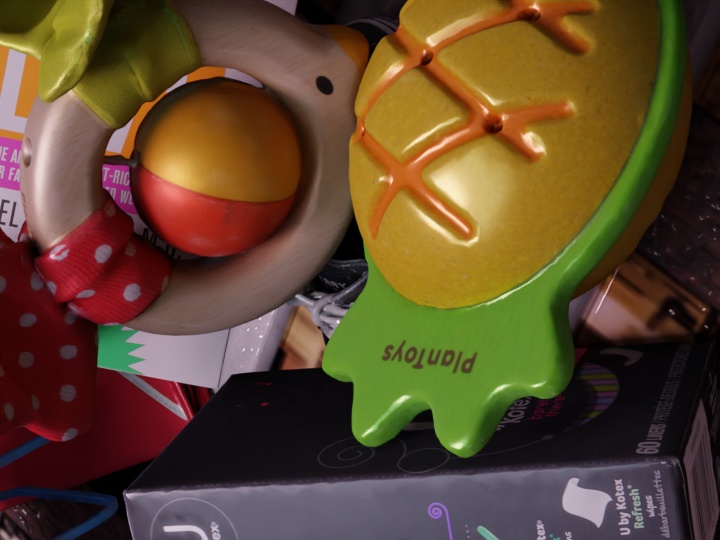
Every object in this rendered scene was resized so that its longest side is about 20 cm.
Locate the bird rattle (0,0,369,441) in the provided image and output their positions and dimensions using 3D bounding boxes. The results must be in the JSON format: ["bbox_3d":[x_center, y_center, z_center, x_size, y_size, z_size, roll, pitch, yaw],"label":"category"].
[{"bbox_3d":[-0.074,-0.032,0.703,0.113,0.163,0.200,-153,69,-65],"label":"bird rattle"}]

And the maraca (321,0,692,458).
[{"bbox_3d":[0.048,-0.031,0.681,0.137,0.107,0.200,-1,65,51],"label":"maraca"}]

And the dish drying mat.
[{"bbox_3d":[-0.149,0.070,0.984,0.200,0.018,0.077,-22,92,43],"label":"dish drying mat"}]

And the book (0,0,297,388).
[{"bbox_3d":[-0.101,-0.065,0.763,0.048,0.133,0.200,-146,67,-80],"label":"book"}]

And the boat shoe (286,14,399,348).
[{"bbox_3d":[0.002,0.000,0.791,0.074,0.068,0.200,15,115,37],"label":"boat shoe"}]

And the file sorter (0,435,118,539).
[{"bbox_3d":[-0.174,0.177,0.951,0.139,0.123,0.200,-4,109,54],"label":"file sorter"}]

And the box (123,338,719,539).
[{"bbox_3d":[0.032,0.098,0.719,0.200,0.122,0.106,-6,106,17],"label":"box"}]
